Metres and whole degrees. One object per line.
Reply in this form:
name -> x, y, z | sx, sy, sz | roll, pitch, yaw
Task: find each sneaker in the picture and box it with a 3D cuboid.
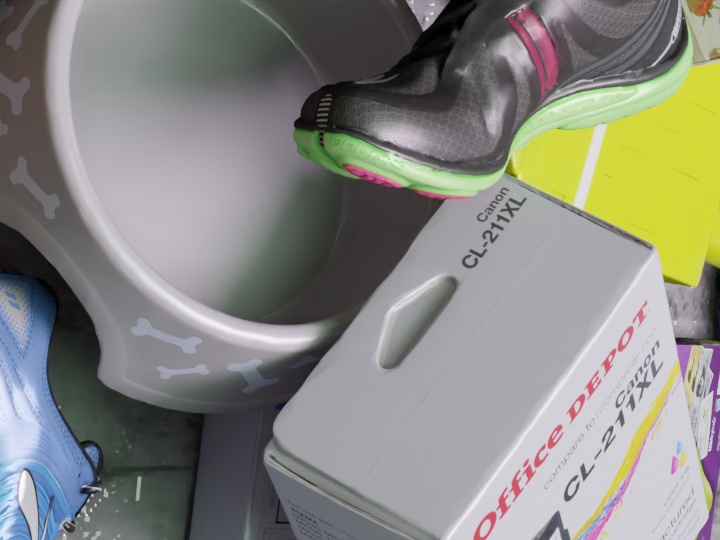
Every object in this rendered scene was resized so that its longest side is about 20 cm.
sneaker -> 0.046, -0.083, 1.016 | 0.200, 0.076, 0.084 | -28, 125, -44
sneaker -> -0.131, 0.095, 1.021 | 0.089, 0.078, 0.201 | -6, 100, -37

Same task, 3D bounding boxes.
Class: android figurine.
android figurine -> 0.112, -0.068, 1.223 | 0.199, 0.041, 0.183 | 18, 85, -41

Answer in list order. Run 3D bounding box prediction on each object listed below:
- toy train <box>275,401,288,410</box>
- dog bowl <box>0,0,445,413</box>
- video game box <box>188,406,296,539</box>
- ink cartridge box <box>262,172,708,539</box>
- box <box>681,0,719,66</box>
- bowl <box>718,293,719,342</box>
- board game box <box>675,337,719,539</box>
toy train -> 0.000, 0.000, 1.110 | 0.046, 0.034, 0.201 | 26, 60, -29
dog bowl -> -0.050, -0.050, 1.035 | 0.199, 0.059, 0.201 | 10, 71, -31
video game box -> 0.008, 0.141, 1.165 | 0.181, 0.047, 0.201 | 6, 92, -37
ink cartridge box -> 0.054, 0.082, 1.063 | 0.146, 0.083, 0.200 | -52, 151, -21
box -> 0.138, -0.189, 1.198 | 0.041, 0.039, 0.201 | -20, 96, -48
bowl -> 0.248, 0.014, 1.352 | 0.200, 0.039, 0.202 | -7, 100, -39
board game box -> 0.125, 0.130, 1.245 | 0.120, 0.032, 0.201 | 4, 94, -68
